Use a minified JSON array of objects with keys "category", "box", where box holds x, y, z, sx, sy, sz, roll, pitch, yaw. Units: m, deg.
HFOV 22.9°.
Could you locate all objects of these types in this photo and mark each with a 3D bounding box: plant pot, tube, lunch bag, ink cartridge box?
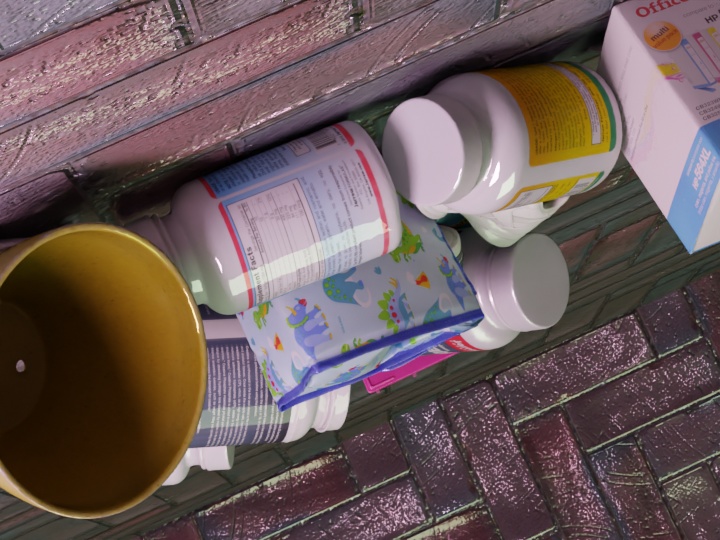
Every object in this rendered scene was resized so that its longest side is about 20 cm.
[{"category":"plant pot","box":[-0.229,0.068,1.260,0.141,0.202,0.199,-1,-171,45]},{"category":"tube","box":[0.109,-0.065,1.745,0.077,0.050,0.200,-46,172,3]},{"category":"lunch bag","box":[-0.010,0.001,1.512,0.199,0.171,0.127,-21,168,-28]},{"category":"ink cartridge box","box":[0.283,-0.144,1.452,0.128,0.201,0.126,-21,152,-16]}]

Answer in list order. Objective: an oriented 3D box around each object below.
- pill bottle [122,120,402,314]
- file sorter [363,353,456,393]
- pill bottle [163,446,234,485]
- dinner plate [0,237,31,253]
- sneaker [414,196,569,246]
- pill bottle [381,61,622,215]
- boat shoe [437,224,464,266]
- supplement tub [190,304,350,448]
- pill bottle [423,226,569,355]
[{"category":"pill bottle","box":[-0.076,-0.032,1.368,0.199,0.109,0.109,-22,169,-12]},{"category":"file sorter","box":[0.075,0.034,1.950,0.199,0.140,0.125,-25,171,0]},{"category":"pill bottle","box":[-0.228,0.158,1.772,0.198,0.113,0.112,-2,169,2]},{"category":"dinner plate","box":[-0.299,0.015,1.329,0.199,0.024,0.200,-25,170,-5]},{"category":"sneaker","box":[0.107,-0.084,1.547,0.099,0.075,0.199,-28,153,30]},{"category":"pill bottle","box":[0.112,-0.105,1.426,0.199,0.113,0.113,-14,165,-46]},{"category":"boat shoe","box":[0.000,0.000,1.626,0.198,0.062,0.073,-2,-144,20]},{"category":"supplement tub","box":[-0.120,0.095,1.676,0.198,0.142,0.140,-2,163,-16]},{"category":"pill bottle","box":[0.095,0.019,1.713,0.199,0.121,0.119,-8,-177,43]}]
